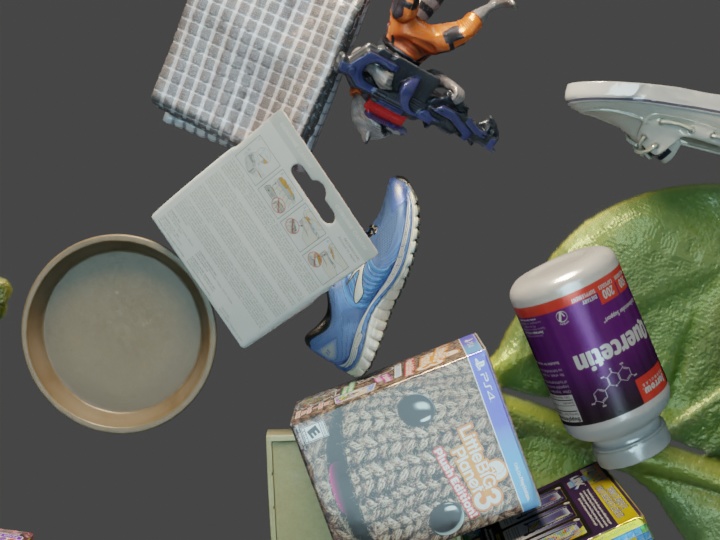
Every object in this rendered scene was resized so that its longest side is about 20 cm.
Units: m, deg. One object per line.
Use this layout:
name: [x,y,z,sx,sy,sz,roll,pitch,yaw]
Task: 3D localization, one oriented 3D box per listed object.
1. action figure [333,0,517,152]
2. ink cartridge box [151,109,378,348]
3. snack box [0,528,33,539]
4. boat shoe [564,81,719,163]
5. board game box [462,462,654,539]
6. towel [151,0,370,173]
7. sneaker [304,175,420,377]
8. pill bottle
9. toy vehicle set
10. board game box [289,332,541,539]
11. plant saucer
action figure: [0.065,-0.202,1.119,0.199,0.105,0.194,31,102,-33]
ink cartridge box: [-0.087,-0.039,1.094,0.199,0.057,0.163,-34,92,30]
snack box: [-0.440,0.289,1.127,0.197,0.142,0.054,7,96,-1]
boat shoe: [0.294,-0.141,1.121,0.197,0.071,0.071,8,93,-7]
board game box: [0.185,0.263,1.094,0.163,0.200,0.057,-24,94,3]
towel: [-0.096,-0.211,1.103,0.164,0.086,0.202,23,96,-1]
sneaker: [0.000,0.000,1.129,0.088,0.079,0.202,21,96,-4]
pill bottle: [0.230,0.085,1.120,0.111,0.112,0.202,-24,96,3]
toy vehicle set: [0.004,0.225,1.177,0.197,0.027,0.126,-1,96,0]
board game box: [0.052,0.176,1.110,0.198,0.097,0.161,-21,95,2]
plant saucer: [-0.242,0.063,1.161,0.197,0.029,0.203,0,96,1]
